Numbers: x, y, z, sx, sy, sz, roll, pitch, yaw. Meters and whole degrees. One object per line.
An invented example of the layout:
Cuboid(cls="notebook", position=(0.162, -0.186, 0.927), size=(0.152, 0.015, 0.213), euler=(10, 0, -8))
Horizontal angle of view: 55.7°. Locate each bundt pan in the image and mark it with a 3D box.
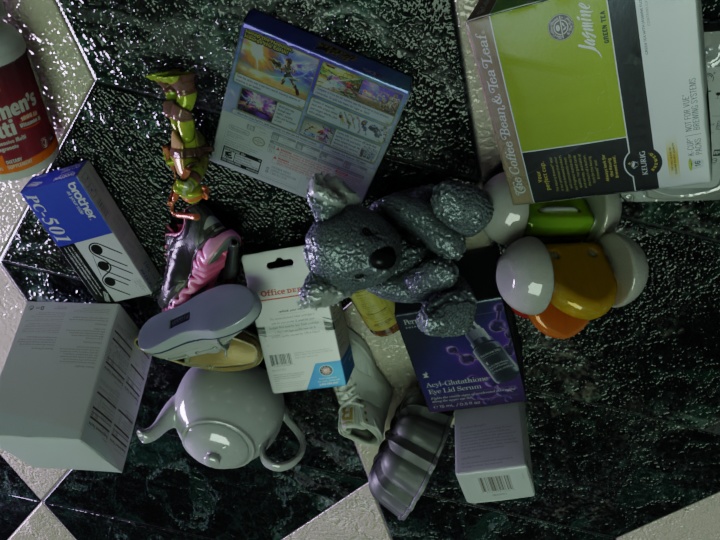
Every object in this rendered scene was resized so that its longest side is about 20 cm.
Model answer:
Cuboid(cls="bundt pan", position=(0.072, 0.271, 1.049), size=(0.074, 0.203, 0.204), euler=(25, 129, 4))

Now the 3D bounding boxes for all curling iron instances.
Cuboid(cls="curling iron", position=(-0.171, 0.011, 0.933), size=(0.050, 0.025, 0.201), euler=(50, 152, 19))

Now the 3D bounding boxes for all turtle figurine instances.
Cuboid(cls="turtle figurine", position=(-0.201, -0.144, 0.787), size=(0.063, 0.200, 0.165), euler=(-10, 113, -15))

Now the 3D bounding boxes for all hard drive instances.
Cuboid(cls="hard drive", position=(0.364, -0.169, 0.750), size=(0.136, 0.038, 0.204), euler=(0, 128, 8))

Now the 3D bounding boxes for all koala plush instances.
Cuboid(cls="koala plush", position=(0.018, -0.024, 0.786), size=(0.196, 0.183, 0.182), euler=(-3, 107, -29))

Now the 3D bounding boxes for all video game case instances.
Cuboid(cls="video game case", position=(-0.062, -0.177, 0.798), size=(0.196, 0.046, 0.183), euler=(20, 130, -8))

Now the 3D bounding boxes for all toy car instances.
Cuboid(cls="toy car", position=(0.221, -0.017, 0.803), size=(0.170, 0.204, 0.151), euler=(-2, 149, -16))

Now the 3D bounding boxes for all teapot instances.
Cuboid(cls="teapot", position=(-0.215, 0.250, 1.098), size=(0.197, 0.148, 0.198), euler=(-26, 122, 25))

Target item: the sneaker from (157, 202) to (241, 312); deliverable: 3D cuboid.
Cuboid(cls="sneaker", position=(-0.242, -0.018, 0.947), size=(0.096, 0.079, 0.200), euler=(48, 128, 4))

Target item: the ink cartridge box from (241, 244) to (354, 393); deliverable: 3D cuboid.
Cuboid(cls="ink cartridge box", position=(-0.085, 0.060, 0.953), size=(0.113, 0.068, 0.205), euler=(-8, 105, 14))

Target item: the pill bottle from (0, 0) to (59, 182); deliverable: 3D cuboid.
Cuboid(cls="pill bottle", position=(-0.427, -0.214, 0.779), size=(0.107, 0.111, 0.203), euler=(3, 130, 6))

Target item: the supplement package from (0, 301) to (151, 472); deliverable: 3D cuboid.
Cuboid(cls="supplement package", position=(-0.422, 0.173, 1.006), size=(0.148, 0.204, 0.152), euler=(1, 149, 7))

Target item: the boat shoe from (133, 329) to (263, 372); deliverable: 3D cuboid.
Cuboid(cls="boat shoe", position=(-0.245, 0.121, 1.030), size=(0.194, 0.076, 0.074), euler=(3, 95, 5))

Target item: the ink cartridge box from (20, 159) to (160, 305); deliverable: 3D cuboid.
Cuboid(cls="ink cartridge box", position=(-0.370, -0.047, 0.947), size=(0.092, 0.045, 0.203), euler=(-12, 126, 15))

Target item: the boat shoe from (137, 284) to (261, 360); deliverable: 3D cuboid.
Cuboid(cls="boat shoe", position=(-0.205, 0.085, 0.936), size=(0.198, 0.076, 0.086), euler=(-22, 141, 21))

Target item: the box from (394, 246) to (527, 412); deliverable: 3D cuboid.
Cuboid(cls="box", position=(0.141, 0.086, 0.942), size=(0.144, 0.106, 0.203), euler=(-11, 127, 17))

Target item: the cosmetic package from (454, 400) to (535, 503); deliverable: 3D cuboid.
Cuboid(cls="cosmetic package", position=(0.189, 0.221, 0.981), size=(0.099, 0.202, 0.075), euler=(-11, 127, 17))

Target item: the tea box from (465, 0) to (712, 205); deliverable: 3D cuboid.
Cuboid(cls="tea box", position=(0.227, -0.191, 0.658), size=(0.193, 0.135, 0.203), euler=(-4, 127, 28))

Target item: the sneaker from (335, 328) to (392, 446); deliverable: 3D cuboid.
Cuboid(cls="sneaker", position=(-0.014, 0.179, 1.033), size=(0.073, 0.117, 0.201), euler=(-22, 121, 26))

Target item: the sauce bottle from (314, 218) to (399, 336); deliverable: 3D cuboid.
Cuboid(cls="sauce bottle", position=(0.000, 0.000, 0.922), size=(0.065, 0.067, 0.202), euler=(-16, 122, 20))
